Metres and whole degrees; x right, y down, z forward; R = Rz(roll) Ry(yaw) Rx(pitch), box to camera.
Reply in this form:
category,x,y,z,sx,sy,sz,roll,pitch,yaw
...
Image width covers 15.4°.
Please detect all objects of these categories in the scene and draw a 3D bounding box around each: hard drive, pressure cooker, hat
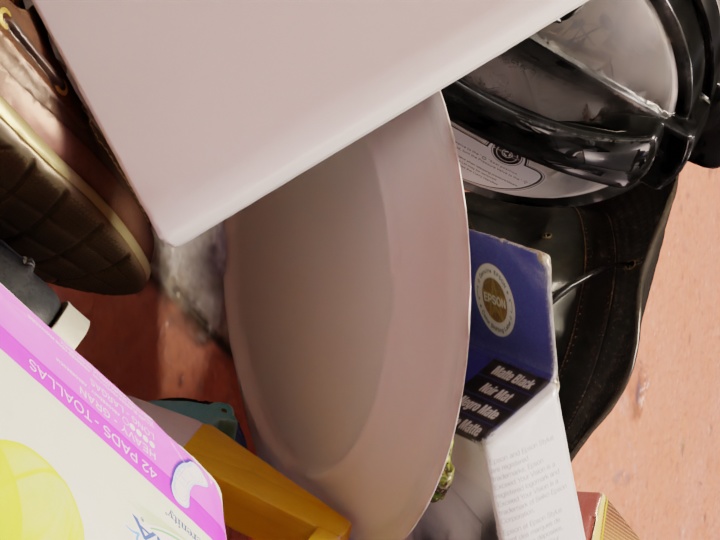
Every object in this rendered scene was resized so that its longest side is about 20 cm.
category,x,y,z,sx,sy,sz,roll,pitch,yaw
hard drive,-0.006,-0.115,0.844,0.132,0.199,0.026,61,6,10
pressure cooker,0.077,-0.128,1.114,0.179,0.175,0.201,65,37,-33
hat,0.060,0.018,1.165,0.080,0.201,0.202,23,61,-11

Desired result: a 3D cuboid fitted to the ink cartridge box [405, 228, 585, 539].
category,x,y,z,sx,sy,sz,roll,pitch,yaw
ink cartridge box,0.017,0.075,0.997,0.040,0.199,0.201,-18,109,-25

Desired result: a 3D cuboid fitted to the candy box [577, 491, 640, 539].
category,x,y,z,sx,sy,sz,roll,pitch,yaw
candy box,0.119,0.202,1.308,0.200,0.055,0.116,49,48,-49

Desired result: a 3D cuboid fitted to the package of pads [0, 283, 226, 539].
category,x,y,z,sx,sy,sz,roll,pitch,yaw
package of pads,-0.110,0.072,0.707,0.200,0.068,0.155,44,22,-33

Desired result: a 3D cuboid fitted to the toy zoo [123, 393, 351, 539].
category,x,y,z,sx,sy,sz,roll,pitch,yaw
toy zoo,-0.089,0.097,0.863,0.200,0.131,0.021,-47,157,-50

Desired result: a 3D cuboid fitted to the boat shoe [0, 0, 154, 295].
category,x,y,z,sx,sy,sz,roll,pitch,yaw
boat shoe,-0.122,-0.061,0.861,0.200,0.072,0.068,49,50,-46

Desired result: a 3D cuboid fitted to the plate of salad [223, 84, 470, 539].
category,x,y,z,sx,sy,sz,roll,pitch,yaw
plate of salad,0.000,0.000,0.923,0.048,0.200,0.202,-2,91,-26

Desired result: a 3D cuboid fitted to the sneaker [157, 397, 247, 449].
category,x,y,z,sx,sy,sz,roll,pitch,yaw
sneaker,-0.077,0.128,0.920,0.079,0.089,0.201,64,38,-40

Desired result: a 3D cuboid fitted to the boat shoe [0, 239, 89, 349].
category,x,y,z,sx,sy,sz,roll,pitch,yaw
boat shoe,-0.163,0.052,0.806,0.068,0.072,0.200,52,44,-11
